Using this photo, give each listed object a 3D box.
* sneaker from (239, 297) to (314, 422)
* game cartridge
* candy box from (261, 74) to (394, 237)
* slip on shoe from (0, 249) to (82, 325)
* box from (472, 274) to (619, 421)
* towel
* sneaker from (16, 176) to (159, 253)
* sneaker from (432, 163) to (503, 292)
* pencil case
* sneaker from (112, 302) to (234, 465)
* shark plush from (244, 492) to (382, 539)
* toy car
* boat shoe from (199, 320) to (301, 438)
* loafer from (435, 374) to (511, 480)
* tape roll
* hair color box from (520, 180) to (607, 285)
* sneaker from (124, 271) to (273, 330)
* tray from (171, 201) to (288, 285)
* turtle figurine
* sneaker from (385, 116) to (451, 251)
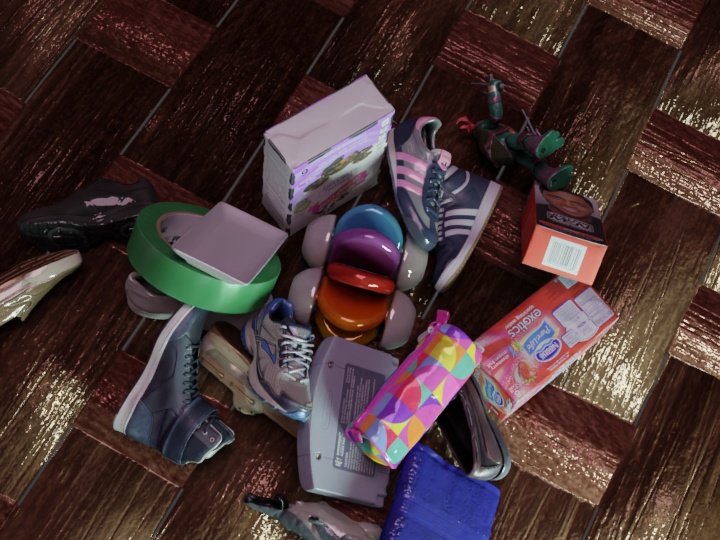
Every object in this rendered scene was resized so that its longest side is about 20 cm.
[{"bbox_3d":[-0.097,0.105,1.286,0.077,0.085,0.200,26,22,-36],"label":"sneaker"},{"bbox_3d":[-0.016,0.192,1.310,0.133,0.041,0.201,23,63,-34],"label":"game cartridge"},{"bbox_3d":[-0.048,-0.152,1.398,0.167,0.200,0.072,-33,73,-18],"label":"candy box"},{"bbox_3d":[-0.458,0.036,1.352,0.199,0.076,0.061,-31,113,-26],"label":"slip on shoe"},{"bbox_3d":[0.238,0.099,1.379,0.200,0.096,0.100,-36,74,-19],"label":"box"},{"bbox_3d":[0.088,0.333,1.263,0.147,0.049,0.201,32,58,-18],"label":"towel"},{"bbox_3d":[-0.374,-0.081,1.411,0.198,0.076,0.091,-7,58,-17],"label":"sneaker"},{"bbox_3d":[0.119,-0.067,1.451,0.108,0.070,0.201,29,60,1],"label":"sneaker"},{"bbox_3d":[0.067,0.151,1.280,0.088,0.088,0.200,35,71,9],"label":"pencil case"},{"bbox_3d":[-0.206,0.148,1.295,0.146,0.077,0.203,29,94,12],"label":"sneaker"},{"bbox_3d":[-0.058,0.336,1.263,0.199,0.091,0.084,26,98,-1],"label":"shark plush"},{"bbox_3d":[0.000,0.000,1.366,0.174,0.150,0.201,14,66,0],"label":"toy car"},{"bbox_3d":[-0.136,0.155,1.336,0.200,0.072,0.065,43,107,9],"label":"boat shoe"},{"bbox_3d":[0.124,0.183,1.322,0.063,0.072,0.201,1,47,-40],"label":"loafer"},{"bbox_3d":[-0.204,-0.019,1.341,0.199,0.048,0.201,22,22,-10],"label":"tape roll"},{"bbox_3d":[0.277,-0.056,1.406,0.101,0.062,0.200,17,22,1],"label":"hair color box"},{"bbox_3d":[-0.216,0.033,1.362,0.198,0.089,0.076,3,65,-5],"label":"sneaker"},{"bbox_3d":[-0.167,-0.032,1.317,0.107,0.022,0.200,27,23,1],"label":"tray"},{"bbox_3d":[0.225,-0.196,1.500,0.101,0.150,0.200,-49,42,4],"label":"turtle figurine"},{"bbox_3d":[0.090,-0.126,1.404,0.082,0.070,0.201,-22,64,22],"label":"sneaker"}]
